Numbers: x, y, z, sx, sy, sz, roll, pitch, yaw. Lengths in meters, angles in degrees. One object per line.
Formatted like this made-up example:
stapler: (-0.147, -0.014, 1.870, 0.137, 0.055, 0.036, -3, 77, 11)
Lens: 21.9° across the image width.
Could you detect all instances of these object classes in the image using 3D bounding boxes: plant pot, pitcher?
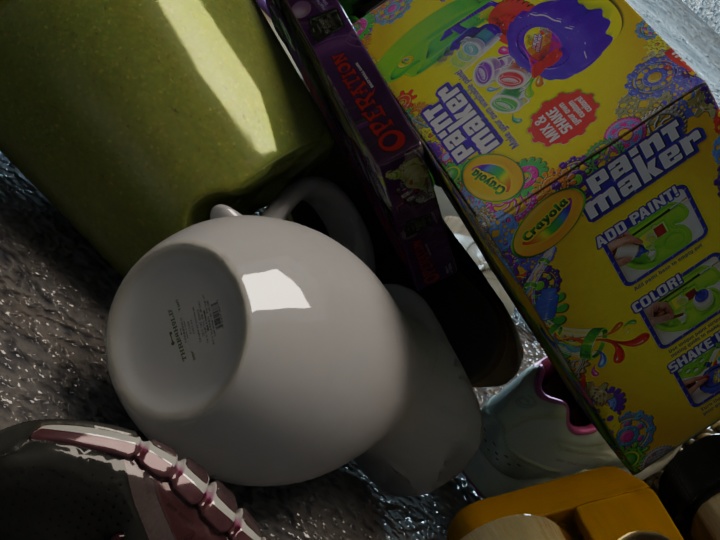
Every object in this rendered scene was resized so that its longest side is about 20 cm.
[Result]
plant pot: (-0.118, -0.099, 0.964, 0.185, 0.200, 0.200, 53, 22, 6)
pitcher: (-0.036, 0.021, 0.890, 0.200, 0.121, 0.172, 17, 48, -57)

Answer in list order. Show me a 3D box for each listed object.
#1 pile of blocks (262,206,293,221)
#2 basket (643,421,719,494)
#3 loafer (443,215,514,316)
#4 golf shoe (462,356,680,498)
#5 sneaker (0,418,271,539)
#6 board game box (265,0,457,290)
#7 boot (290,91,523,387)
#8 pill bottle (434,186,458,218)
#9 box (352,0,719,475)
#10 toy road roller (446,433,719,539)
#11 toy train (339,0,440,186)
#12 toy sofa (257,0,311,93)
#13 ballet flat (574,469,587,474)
pile of blocks: (0.000, 0.000, 1.103, 0.082, 0.062, 0.200, 29, 22, -24)
basket: (0.283, 0.130, 1.094, 0.149, 0.143, 0.200, 42, -6, -9)
loafer: (0.066, 0.013, 1.178, 0.070, 0.070, 0.200, 30, 19, 1)
golf shoe: (0.144, 0.078, 1.070, 0.199, 0.092, 0.075, -15, 59, -43)
sneaker: (-0.062, 0.138, 0.679, 0.199, 0.076, 0.116, 32, 24, -18)
board game box: (-0.010, -0.098, 0.965, 0.201, 0.032, 0.120, 62, 0, 33)
boot: (0.022, -0.015, 1.033, 0.200, 0.074, 0.075, 57, 15, 22)
pill bottle: (0.053, -0.108, 1.355, 0.114, 0.114, 0.200, 26, 24, -32)
box: (0.112, -0.043, 0.944, 0.193, 0.122, 0.200, 55, 3, -39)
toy road roller: (0.140, 0.184, 0.908, 0.199, 0.147, 0.123, -11, 39, -14)
toy train: (0.009, -0.128, 1.021, 0.056, 0.042, 0.201, 36, -22, 50)
toy sofa: (-0.041, -0.116, 1.161, 0.097, 0.083, 0.200, -5, 27, -20)
ballet flat: (0.178, 0.172, 1.033, 0.199, 0.070, 0.070, 31, 21, -20)
